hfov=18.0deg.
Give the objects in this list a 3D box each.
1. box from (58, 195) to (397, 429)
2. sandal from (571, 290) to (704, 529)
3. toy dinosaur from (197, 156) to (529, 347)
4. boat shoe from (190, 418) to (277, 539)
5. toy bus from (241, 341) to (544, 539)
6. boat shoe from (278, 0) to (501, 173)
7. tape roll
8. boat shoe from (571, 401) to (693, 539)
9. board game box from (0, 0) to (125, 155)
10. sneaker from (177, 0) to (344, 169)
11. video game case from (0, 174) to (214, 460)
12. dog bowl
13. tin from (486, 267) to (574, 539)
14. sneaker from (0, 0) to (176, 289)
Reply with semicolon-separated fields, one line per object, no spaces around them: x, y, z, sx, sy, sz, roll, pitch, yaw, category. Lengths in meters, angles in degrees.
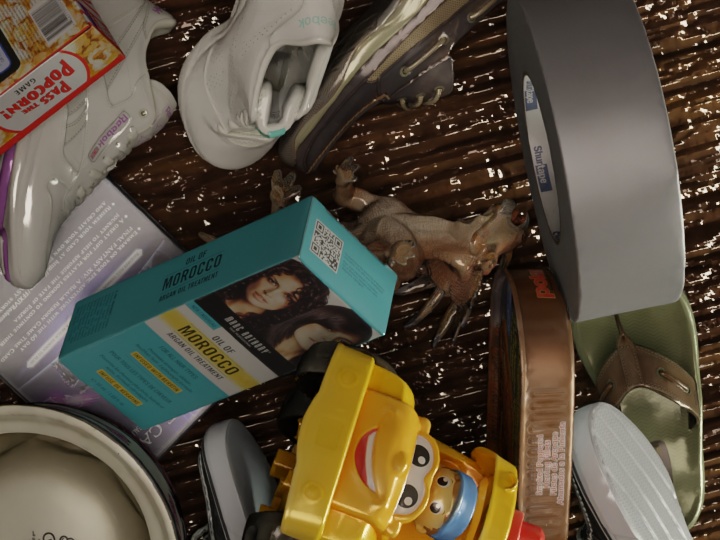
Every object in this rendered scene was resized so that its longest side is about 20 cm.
-0.081;0.029;1.362;0.200;0.049;0.082;-23;128;34;box
0.186;0.082;1.458;0.079;0.057;0.202;-14;103;4;sandal
0.000;0.000;1.430;0.199;0.136;0.086;-11;58;20;toy dinosaur
-0.079;0.192;1.462;0.068;0.074;0.200;-11;113;16;boat shoe
0.031;0.147;1.325;0.191;0.200;0.136;20;67;0;toy bus
0.028;-0.132;1.406;0.073;0.075;0.200;37;102;-14;boat shoe
0.139;-0.073;1.358;0.066;0.200;0.201;-12;101;-1;tape roll
0.169;0.177;1.444;0.071;0.072;0.200;-17;110;36;boat shoe
-0.260;-0.127;1.361;0.200;0.046;0.152;-36;60;6;board game box
-0.059;-0.106;1.350;0.075;0.200;0.089;3;57;-19;sneaker
-0.174;0.025;1.452;0.200;0.019;0.143;44;95;-10;video game case
-0.200;0.172;1.432;0.199;0.074;0.201;2;101;10;dog bowl
0.106;0.094;1.419;0.042;0.112;0.201;-1;116;-3;tin
-0.168;-0.082;1.389;0.099;0.075;0.201;16;82;-12;sneaker
